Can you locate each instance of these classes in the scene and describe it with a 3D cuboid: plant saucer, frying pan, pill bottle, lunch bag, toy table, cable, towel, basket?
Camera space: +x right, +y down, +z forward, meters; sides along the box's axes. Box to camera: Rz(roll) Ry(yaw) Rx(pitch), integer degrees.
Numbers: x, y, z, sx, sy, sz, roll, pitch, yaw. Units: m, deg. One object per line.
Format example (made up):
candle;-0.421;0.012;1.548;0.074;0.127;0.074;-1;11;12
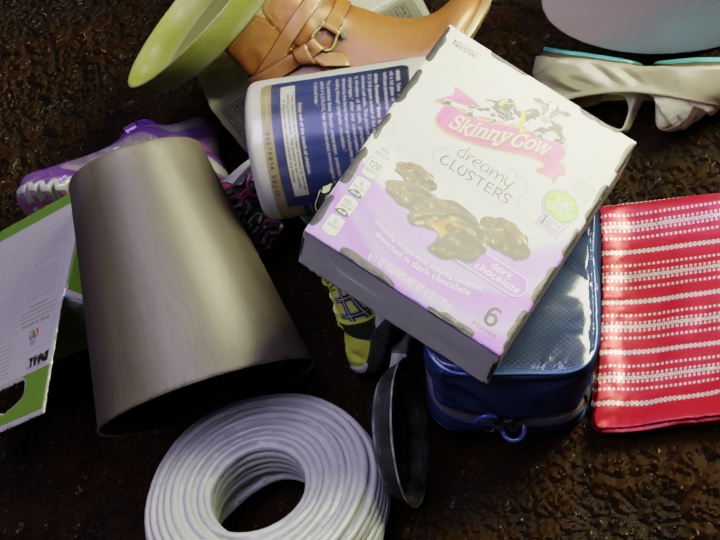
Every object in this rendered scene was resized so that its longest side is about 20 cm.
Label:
plant saucer;-0.119;-0.222;1.776;0.200;0.031;0.200;-43;20;20
frying pan;0.029;0.087;1.631;0.031;0.115;0.191;-6;88;15
pill bottle;0.016;-0.107;1.668;0.199;0.111;0.112;-8;61;7
lunch bag;0.116;0.034;1.633;0.135;0.132;0.201;2;65;4
toy table;0.232;-0.259;1.716;0.184;0.199;0.118;-50;39;46
cable;-0.075;0.187;1.651;0.199;0.069;0.201;4;52;25
towel;0.249;0.031;1.639;0.144;0.022;0.201;-6;62;21
basket;-0.151;0.008;1.680;0.179;0.136;0.201;-19;76;1

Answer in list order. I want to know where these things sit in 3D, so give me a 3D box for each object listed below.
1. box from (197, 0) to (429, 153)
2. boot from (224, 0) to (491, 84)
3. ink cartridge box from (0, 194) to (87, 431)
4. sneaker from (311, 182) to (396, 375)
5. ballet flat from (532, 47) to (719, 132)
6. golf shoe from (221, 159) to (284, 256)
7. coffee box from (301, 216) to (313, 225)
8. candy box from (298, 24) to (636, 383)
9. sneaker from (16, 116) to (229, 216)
box;-0.038;-0.192;1.841;0.199;0.095;0.078;-29;53;6
boot;0.000;-0.197;1.752;0.155;0.077;0.200;43;98;1
ink cartridge box;-0.255;0.050;1.780;0.148;0.076;0.201;-23;53;48
sneaker;0.000;0.000;1.669;0.076;0.201;0.076;11;43;7
ballet flat;0.233;-0.142;1.719;0.199;0.069;0.070;7;67;29
golf shoe;-0.137;-0.023;1.796;0.200;0.073;0.092;-52;40;6
coffee box;0.050;-0.076;1.770;0.200;0.044;0.123;-40;53;0
candy box;0.078;-0.050;1.549;0.167;0.072;0.200;32;71;6
sneaker;-0.206;-0.088;1.878;0.199;0.081;0.089;-10;54;14
